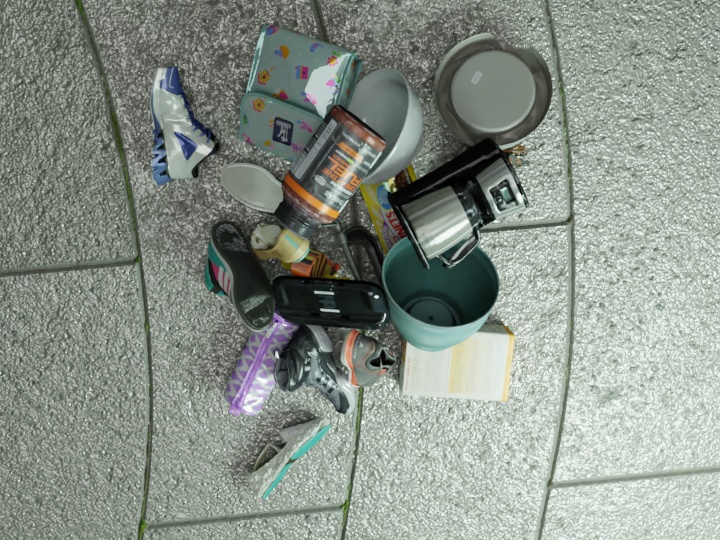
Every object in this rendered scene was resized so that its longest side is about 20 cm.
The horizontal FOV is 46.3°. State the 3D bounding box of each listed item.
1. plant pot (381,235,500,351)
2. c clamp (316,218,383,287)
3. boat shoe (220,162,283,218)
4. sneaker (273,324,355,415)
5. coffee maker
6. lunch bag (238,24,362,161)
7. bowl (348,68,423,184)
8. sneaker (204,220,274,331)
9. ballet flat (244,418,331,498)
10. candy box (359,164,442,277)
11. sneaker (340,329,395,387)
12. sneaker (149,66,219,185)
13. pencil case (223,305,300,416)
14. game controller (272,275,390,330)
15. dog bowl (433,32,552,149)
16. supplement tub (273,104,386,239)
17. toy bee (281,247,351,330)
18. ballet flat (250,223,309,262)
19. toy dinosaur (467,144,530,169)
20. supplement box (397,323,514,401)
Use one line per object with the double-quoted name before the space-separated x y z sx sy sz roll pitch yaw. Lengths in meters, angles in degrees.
"plant pot" 0.127 0.053 1.432 0.196 0.203 0.135 3 140 -3
"c clamp" 0.000 0.000 1.447 0.027 0.170 0.203 -24 91 28
"boat shoe" -0.149 -0.129 1.468 0.197 0.060 0.075 17 80 -7
"sneaker" -0.088 0.194 1.493 0.113 0.075 0.202 -34 117 -23
"coffee maker" 0.150 -0.124 1.361 0.198 0.194 0.135 -28 138 3
"lunch bag" -0.105 -0.284 1.403 0.168 0.122 0.203 20 97 6
"bowl" 0.041 -0.226 1.413 0.090 0.201 0.203 21 101 -37
"sneaker" -0.214 0.029 1.457 0.082 0.121 0.203 -17 71 -23
"ballet flat" -0.141 0.333 1.552 0.072 0.072 0.200 41 96 -9
"candy box" 0.075 -0.085 1.491 0.101 0.026 0.203 -19 104 14
"sneaker" 0.023 0.165 1.462 0.080 0.200 0.078 11 73 17
"sneaker" -0.297 -0.245 1.436 0.113 0.081 0.203 1 107 -7
"pencil case" -0.175 0.158 1.506 0.083 0.086 0.203 23 99 -4
"game controller" -0.050 0.053 1.387 0.196 0.042 0.106 3 129 18
"dog bowl" 0.223 -0.296 1.423 0.196 0.059 0.204 -1 78 7
"supplement tub" -0.053 -0.150 1.323 0.106 0.107 0.201 34 101 -8
"toy bee" -0.079 0.011 1.472 0.130 0.200 0.110 30 61 -2
"ballet flat" -0.148 -0.055 1.415 0.063 0.199 0.069 43 72 -25
"toy dinosaur" 0.202 -0.153 1.477 0.198 0.101 0.138 -20 86 39
"supplement box" 0.171 0.161 1.528 0.196 0.074 0.129 5 100 -4
